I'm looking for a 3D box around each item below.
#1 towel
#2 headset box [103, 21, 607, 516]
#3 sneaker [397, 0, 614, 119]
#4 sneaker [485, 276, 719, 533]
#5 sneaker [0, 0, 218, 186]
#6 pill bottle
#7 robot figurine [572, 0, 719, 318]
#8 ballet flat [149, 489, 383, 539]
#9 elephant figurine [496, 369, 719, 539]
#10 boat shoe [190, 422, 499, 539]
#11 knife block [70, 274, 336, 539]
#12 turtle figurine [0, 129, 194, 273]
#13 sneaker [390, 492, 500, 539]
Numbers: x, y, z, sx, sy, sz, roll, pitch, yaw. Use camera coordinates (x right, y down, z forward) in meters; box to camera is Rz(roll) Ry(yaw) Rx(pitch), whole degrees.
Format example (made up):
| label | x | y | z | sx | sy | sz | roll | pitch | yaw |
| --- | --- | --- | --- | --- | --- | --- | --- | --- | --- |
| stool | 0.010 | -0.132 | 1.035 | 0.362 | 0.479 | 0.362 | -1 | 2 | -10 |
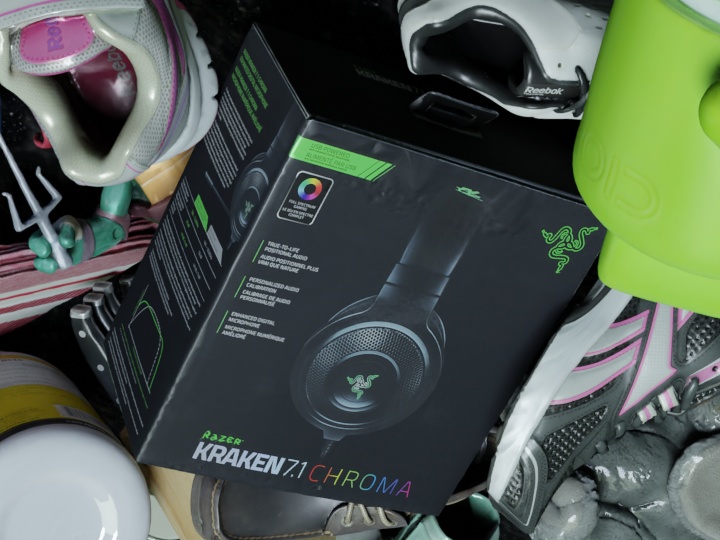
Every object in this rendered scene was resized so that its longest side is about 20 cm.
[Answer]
| label | x | y | z | sx | sy | sz | roll | pitch | yaw |
| --- | --- | --- | --- | --- | --- | --- | --- | --- | --- |
| towel | -0.210 | 0.017 | 0.875 | 0.199 | 0.144 | 0.023 | -25 | 83 | 40 |
| headset box | 0.000 | 0.000 | 0.739 | 0.173 | 0.093 | 0.201 | 15 | 117 | -30 |
| sneaker | 0.106 | -0.089 | 0.707 | 0.198 | 0.080 | 0.074 | 17 | 133 | -2 |
| sneaker | 0.133 | 0.043 | 0.741 | 0.086 | 0.080 | 0.201 | 32 | 95 | 8 |
| sneaker | -0.116 | -0.121 | 0.636 | 0.081 | 0.088 | 0.201 | -16 | 115 | 14 |
| pill bottle | -0.199 | 0.113 | 0.910 | 0.112 | 0.112 | 0.200 | 48 | 172 | -27 |
| robot figurine | 0.150 | -0.078 | 0.605 | 0.115 | 0.176 | 0.201 | 16 | 126 | 6 |
| ballet flat | -0.084 | 0.166 | 1.009 | 0.198 | 0.070 | 0.070 | 16 | 135 | 4 |
| elephant figurine | 0.182 | 0.085 | 0.826 | 0.199 | 0.143 | 0.155 | -23 | 154 | 15 |
| boat shoe | 0.002 | 0.104 | 0.857 | 0.073 | 0.199 | 0.075 | 6 | 107 | 53 |
| knife block | -0.090 | 0.099 | 0.885 | 0.064 | 0.202 | 0.175 | -17 | 155 | 31 |
| turtle figurine | -0.086 | -0.043 | 0.794 | 0.149 | 0.101 | 0.200 | -33 | 121 | 11 |
| sneaker | 0.005 | 0.198 | 0.953 | 0.074 | 0.200 | 0.119 | 41 | 135 | 24 |
